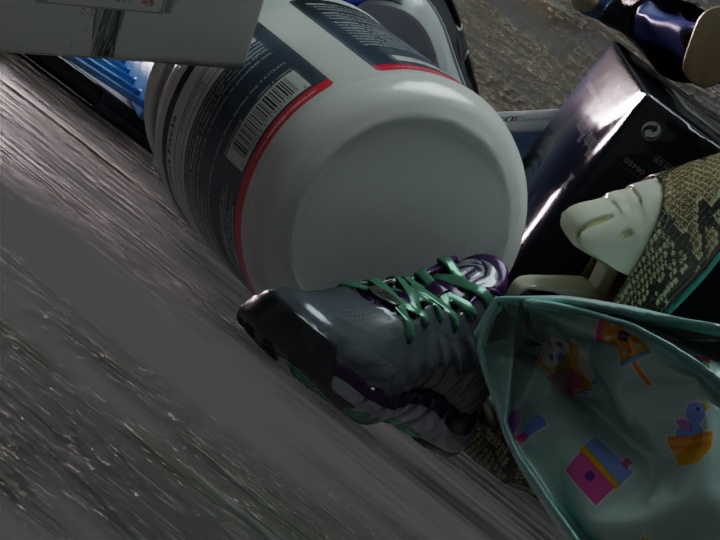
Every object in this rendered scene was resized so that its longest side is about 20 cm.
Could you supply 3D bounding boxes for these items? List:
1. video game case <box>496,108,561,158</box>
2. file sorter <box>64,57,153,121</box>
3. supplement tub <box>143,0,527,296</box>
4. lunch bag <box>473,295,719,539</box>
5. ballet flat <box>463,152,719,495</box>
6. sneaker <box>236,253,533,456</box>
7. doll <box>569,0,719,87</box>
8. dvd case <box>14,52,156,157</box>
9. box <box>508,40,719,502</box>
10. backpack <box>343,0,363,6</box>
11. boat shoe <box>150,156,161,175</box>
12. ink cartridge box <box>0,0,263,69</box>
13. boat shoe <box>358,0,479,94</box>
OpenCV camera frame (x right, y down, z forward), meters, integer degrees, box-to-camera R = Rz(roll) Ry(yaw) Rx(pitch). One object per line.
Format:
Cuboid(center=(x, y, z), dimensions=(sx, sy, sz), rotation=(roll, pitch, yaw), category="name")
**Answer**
Cuboid(center=(0.078, -0.023, 1.462), dimensions=(0.181, 0.022, 0.200), rotation=(-1, -39, 29), category="video game case")
Cuboid(center=(-0.141, -0.189, 1.443), dimensions=(0.122, 0.139, 0.200), rotation=(32, 6, -15), category="file sorter")
Cuboid(center=(-0.018, -0.053, 1.166), dimensions=(0.140, 0.141, 0.200), rotation=(35, 5, -31), category="supplement tub")
Cuboid(center=(0.136, 0.083, 1.009), dimensions=(0.200, 0.122, 0.170), rotation=(46, 8, 11), category="lunch bag")
Cuboid(center=(0.108, 0.015, 1.125), dimensions=(0.075, 0.200, 0.068), rotation=(28, 18, -17), category="ballet flat")
Cuboid(center=(0.016, 0.018, 1.026), dimensions=(0.074, 0.088, 0.200), rotation=(39, 4, 23), category="sneaker")
Cuboid(center=(0.179, -0.126, 1.307), dimensions=(0.136, 0.049, 0.200), rotation=(23, 9, -18), category="doll")
Cuboid(center=(-0.199, -0.140, 1.464), dimensions=(0.200, 0.018, 0.143), rotation=(37, 3, -14), category="dvd case")
Cuboid(center=(0.126, 0.002, 1.264), dimensions=(0.123, 0.199, 0.200), rotation=(35, 11, -6), category="box")
Cuboid(center=(-0.050, -0.216, 1.249), dimensions=(0.182, 0.135, 0.200), rotation=(15, -14, -16), category="backpack")
Cuboid(center=(-0.068, -0.062, 1.381), dimensions=(0.072, 0.066, 0.200), rotation=(38, 4, 4), category="boat shoe")
Cuboid(center=(-0.156, -0.161, 1.092), dimensions=(0.199, 0.083, 0.146), rotation=(0, 28, -40), category="ink cartridge box")
Cuboid(center=(0.040, -0.115, 1.433), dimensions=(0.070, 0.066, 0.200), rotation=(4, -36, 24), category="boat shoe")
